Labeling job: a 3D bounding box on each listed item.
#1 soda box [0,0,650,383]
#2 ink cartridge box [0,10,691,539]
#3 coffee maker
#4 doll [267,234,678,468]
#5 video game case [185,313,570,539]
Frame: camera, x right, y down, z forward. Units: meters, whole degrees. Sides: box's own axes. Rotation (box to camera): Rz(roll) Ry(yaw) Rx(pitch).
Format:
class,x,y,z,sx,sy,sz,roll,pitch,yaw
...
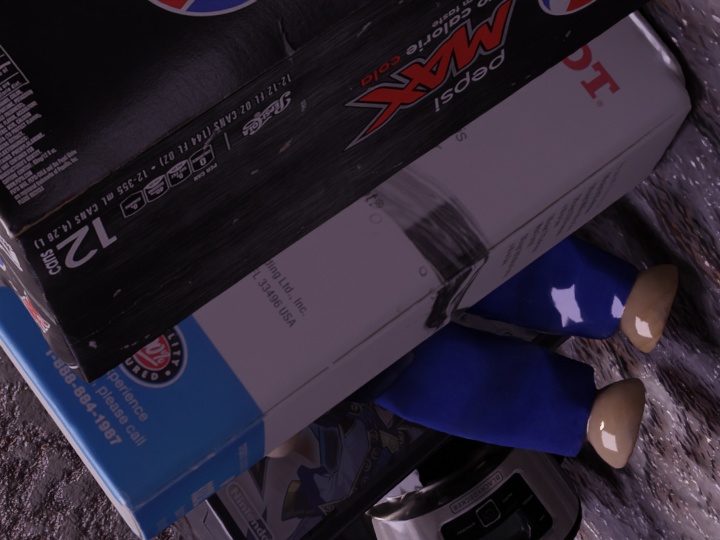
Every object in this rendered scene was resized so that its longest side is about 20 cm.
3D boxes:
class,x,y,z,sx,sy,sz,roll,pitch,yaw
soda box,0.003,-0.067,0.448,0.063,0.200,0.071,51,168,24
ink cartridge box,-0.026,-0.039,0.644,0.145,0.200,0.084,53,170,10
coffee maker,0.002,0.030,0.959,0.192,0.134,0.200,-100,-14,-57
doll,0.000,0.000,0.714,0.199,0.137,0.048,14,-175,-6
video game case,-0.029,-0.018,0.768,0.200,0.181,0.025,56,147,-6
